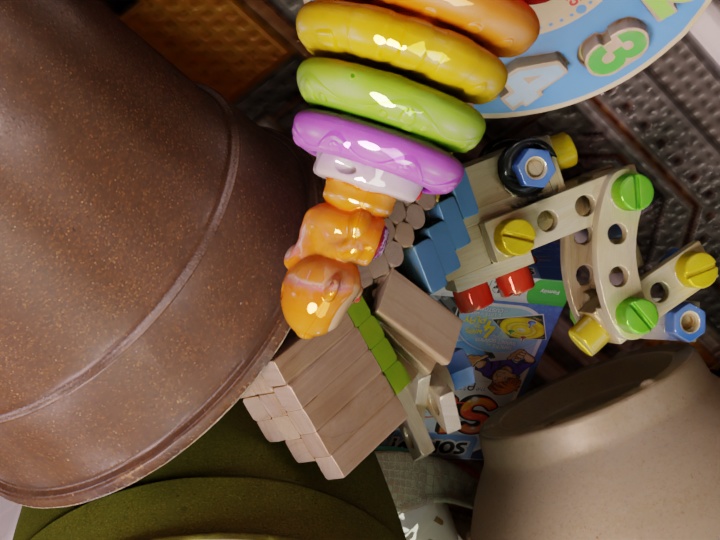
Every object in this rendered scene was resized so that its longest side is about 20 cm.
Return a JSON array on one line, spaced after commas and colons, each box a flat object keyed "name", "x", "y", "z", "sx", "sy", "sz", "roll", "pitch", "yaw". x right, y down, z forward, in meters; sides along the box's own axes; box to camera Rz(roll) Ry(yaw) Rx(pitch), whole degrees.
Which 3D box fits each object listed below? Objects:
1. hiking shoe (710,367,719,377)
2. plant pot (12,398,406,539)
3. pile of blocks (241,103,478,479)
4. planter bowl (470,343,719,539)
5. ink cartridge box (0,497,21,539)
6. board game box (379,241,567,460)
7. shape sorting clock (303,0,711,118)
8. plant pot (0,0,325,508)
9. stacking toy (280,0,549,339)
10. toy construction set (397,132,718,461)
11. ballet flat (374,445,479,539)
[{"name": "hiking shoe", "x": 0.221, "y": 0.082, "z": 1.026, "sx": 0.101, "sy": 0.076, "sz": 0.200, "roll": 6, "pitch": 131, "yaw": -23}, {"name": "plant pot", "x": -0.070, "y": 0.111, "z": 0.845, "sx": 0.200, "sy": 0.193, "sz": 0.201, "roll": -3, "pitch": 133, "yaw": -4}, {"name": "pile of blocks", "x": 0.000, "y": 0.000, "z": 0.804, "sx": 0.082, "sy": 0.200, "sz": 0.062, "roll": 39, "pitch": 148, "yaw": -29}, {"name": "planter bowl", "x": 0.138, "y": 0.120, "z": 0.935, "sx": 0.200, "sy": 0.200, "sz": 0.135, "roll": -23, "pitch": 96, "yaw": 7}, {"name": "ink cartridge box", "x": -0.144, "y": 0.179, "z": 0.990, "sx": 0.200, "sy": 0.115, "sz": 0.068, "roll": 36, "pitch": 71, "yaw": -37}, {"name": "board game box", "x": -0.005, "y": 0.037, "z": 0.956, "sx": 0.200, "sy": 0.034, "sz": 0.135, "roll": 4, "pitch": 130, "yaw": -18}, {"name": "shape sorting clock", "x": 0.071, "y": -0.144, "z": 0.808, "sx": 0.200, "sy": 0.039, "sz": 0.200, "roll": -7, "pitch": 132, "yaw": -8}, {"name": "plant pot", "x": -0.150, "y": -0.040, "z": 0.744, "sx": 0.200, "sy": 0.200, "sz": 0.198, "roll": -32, "pitch": 128, "yaw": 15}, {"name": "stacking toy", "x": 0.011, "y": -0.068, "z": 0.715, "sx": 0.110, "sy": 0.116, "sz": 0.200, "roll": 18, "pitch": 89, "yaw": -12}, {"name": "toy construction set", "x": 0.072, "y": 0.007, "z": 0.880, "sx": 0.200, "sy": 0.092, "sz": 0.131, "roll": -24, "pitch": 99, "yaw": -28}, {"name": "ballet flat", "x": 0.046, "y": 0.142, "z": 1.011, "sx": 0.067, "sy": 0.062, "sz": 0.200, "roll": -43, "pitch": 145, "yaw": 22}]
